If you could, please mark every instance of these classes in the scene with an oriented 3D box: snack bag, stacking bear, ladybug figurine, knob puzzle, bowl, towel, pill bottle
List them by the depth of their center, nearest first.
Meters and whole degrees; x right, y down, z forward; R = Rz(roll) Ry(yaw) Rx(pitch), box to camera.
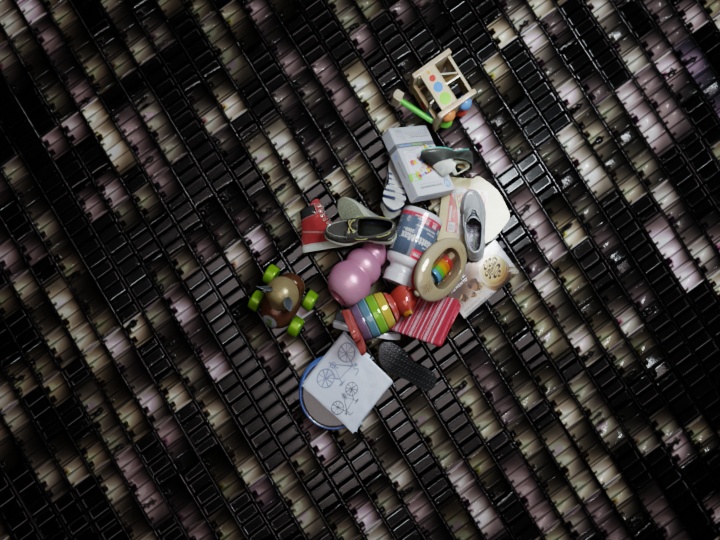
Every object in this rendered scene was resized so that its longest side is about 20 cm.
[{"bbox_3d":[0.058,0.110,1.439,0.195,0.123,0.116,-28,54,-3],"label":"stacking bear"},{"bbox_3d":[0.198,-0.003,1.439,0.199,0.071,0.139,-39,114,-27],"label":"ladybug figurine"},{"bbox_3d":[0.157,0.117,1.479,0.194,0.023,0.147,15,58,30],"label":"towel"},{"bbox_3d":[-0.031,0.304,1.503,0.199,0.021,0.190,40,89,3],"label":"snack bag"},{"bbox_3d":[0.137,-0.059,1.505,0.116,0.120,0.207,21,86,1],"label":"pill bottle"},{"bbox_3d":[-0.076,0.338,1.532,0.192,0.039,0.210,0,88,0],"label":"bowl"},{"bbox_3d":[0.318,-0.160,1.546,0.210,0.030,0.229,-1,84,7],"label":"knob puzzle"}]

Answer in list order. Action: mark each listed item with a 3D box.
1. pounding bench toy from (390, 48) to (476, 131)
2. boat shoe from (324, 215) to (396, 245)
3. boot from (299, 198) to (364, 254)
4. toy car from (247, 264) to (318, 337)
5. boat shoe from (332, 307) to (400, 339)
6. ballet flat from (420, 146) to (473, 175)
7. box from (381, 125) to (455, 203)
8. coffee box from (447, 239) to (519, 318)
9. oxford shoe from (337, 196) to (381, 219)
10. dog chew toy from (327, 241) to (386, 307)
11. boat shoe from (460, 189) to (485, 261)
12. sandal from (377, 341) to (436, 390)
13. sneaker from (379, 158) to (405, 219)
[{"bbox_3d":[0.198,-0.464,1.522,0.197,0.124,0.159,-34,88,-1],"label":"pounding bench toy"},{"bbox_3d":[-0.002,-0.109,1.442,0.193,0.061,0.074,0,65,6],"label":"boat shoe"},{"bbox_3d":[-0.078,-0.130,1.522,0.192,0.072,0.151,-6,84,19],"label":"boot"},{"bbox_3d":[-0.215,0.080,1.465,0.161,0.200,0.161,31,88,2],"label":"toy car"},{"bbox_3d":[0.020,0.144,1.530,0.192,0.070,0.069,12,89,9],"label":"boat shoe"},{"bbox_3d":[0.244,-0.295,1.498,0.195,0.067,0.071,-9,80,-38],"label":"ballet flat"},{"bbox_3d":[0.158,-0.292,1.502,0.152,0.041,0.206,-14,77,-39],"label":"box"},{"bbox_3d":[0.320,0.025,1.521,0.198,0.080,0.114,-38,87,-1],"label":"coffee box"},{"bbox_3d":[0.015,-0.139,1.535,0.197,0.057,0.077,34,119,24],"label":"oxford shoe"},{"bbox_3d":[0.000,0.000,1.509,0.124,0.125,0.201,41,72,2],"label":"dog chew toy"},{"bbox_3d":[0.302,-0.130,1.482,0.069,0.069,0.208,3,71,11],"label":"boat shoe"},{"bbox_3d":[0.125,0.266,1.537,0.197,0.045,0.076,35,93,-13],"label":"sandal"},{"bbox_3d":[0.094,-0.221,1.538,0.078,0.116,0.205,19,59,-1],"label":"sneaker"}]
